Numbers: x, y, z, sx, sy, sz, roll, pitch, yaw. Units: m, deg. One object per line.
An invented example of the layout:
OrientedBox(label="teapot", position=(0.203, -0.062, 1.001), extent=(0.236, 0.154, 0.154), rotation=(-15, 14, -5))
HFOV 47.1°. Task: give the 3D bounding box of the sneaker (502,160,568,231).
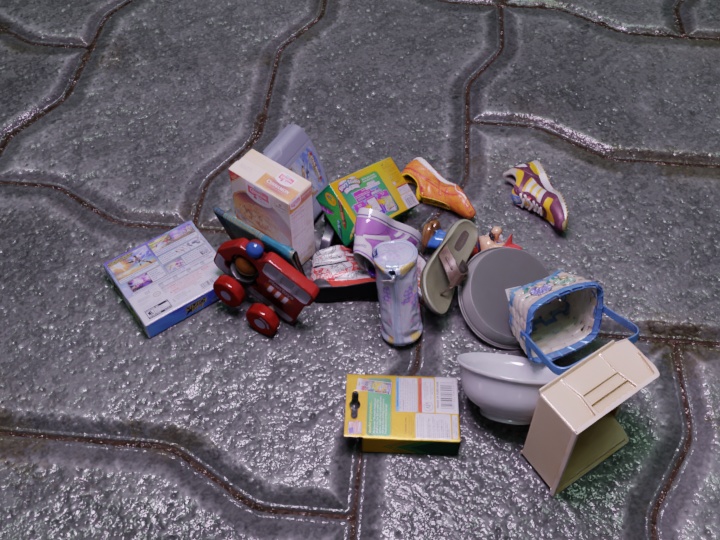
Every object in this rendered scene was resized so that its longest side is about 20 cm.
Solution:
OrientedBox(label="sneaker", position=(0.370, -0.148, 1.754), extent=(0.089, 0.076, 0.202), rotation=(-16, 46, -4))

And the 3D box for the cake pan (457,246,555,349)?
OrientedBox(label="cake pan", position=(0.283, 0.046, 1.561), extent=(0.197, 0.037, 0.204), rotation=(3, 72, -10))

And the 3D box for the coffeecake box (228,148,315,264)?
OrientedBox(label="coffeecake box", position=(-0.171, -0.115, 1.624), extent=(0.152, 0.202, 0.073), rotation=(31, 56, 23))

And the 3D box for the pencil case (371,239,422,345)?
OrientedBox(label="pencil case", position=(0.069, 0.042, 1.503), extent=(0.082, 0.202, 0.091), rotation=(-9, 40, -2))

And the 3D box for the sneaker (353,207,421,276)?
OrientedBox(label="sneaker", position=(0.046, -0.041, 1.591), extent=(0.072, 0.199, 0.116), rotation=(5, 81, 37))

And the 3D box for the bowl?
OrientedBox(label="bowl", position=(0.256, 0.206, 1.417), extent=(0.197, 0.092, 0.201), rotation=(8, 6, -1))

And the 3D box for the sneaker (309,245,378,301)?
OrientedBox(label="sneaker", position=(-0.001, -0.001, 1.621), extent=(0.198, 0.068, 0.109), rotation=(-3, 53, 0))

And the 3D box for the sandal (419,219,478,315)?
OrientedBox(label="sandal", position=(0.171, -0.013, 1.537), extent=(0.079, 0.057, 0.203), rotation=(36, 67, -25))

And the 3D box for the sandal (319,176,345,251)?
OrientedBox(label="sandal", position=(-0.058, -0.122, 1.711), extent=(0.042, 0.077, 0.202), rotation=(16, 52, 4))

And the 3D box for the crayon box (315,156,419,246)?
OrientedBox(label="crayon box", position=(0.017, -0.143, 1.682), extent=(0.199, 0.058, 0.120), rotation=(-29, 85, -42))

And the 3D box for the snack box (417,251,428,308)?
OrientedBox(label="snack box", position=(0.096, -0.009, 1.657), extent=(0.071, 0.025, 0.200), rotation=(-32, 58, -24))

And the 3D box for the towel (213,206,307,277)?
OrientedBox(label="towel", position=(-0.189, -0.045, 1.605), extent=(0.198, 0.147, 0.022), rotation=(30, 72, 23))

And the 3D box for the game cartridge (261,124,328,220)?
OrientedBox(label="game cartridge", position=(-0.127, -0.188, 1.689), extent=(0.041, 0.202, 0.134), rotation=(12, 49, 38))

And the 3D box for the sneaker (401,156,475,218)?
OrientedBox(label="sneaker", position=(0.166, -0.162, 1.769), extent=(0.077, 0.073, 0.199), rotation=(-46, 58, -7))

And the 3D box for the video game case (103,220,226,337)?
OrientedBox(label="video game case", position=(-0.371, 0.013, 1.617), extent=(0.198, 0.046, 0.181), rotation=(-29, 58, -23))

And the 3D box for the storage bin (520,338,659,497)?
OrientedBox(label="storage bin", position=(0.373, 0.237, 1.350), extent=(0.197, 0.202, 0.094), rotation=(-27, 53, -22))

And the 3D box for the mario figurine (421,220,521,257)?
OrientedBox(label="mario figurine", position=(0.229, -0.068, 1.658), extent=(0.197, 0.107, 0.124), rotation=(16, 50, 14))

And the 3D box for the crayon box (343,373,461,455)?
OrientedBox(label="crayon box", position=(0.071, 0.248, 1.430), extent=(0.196, 0.052, 0.127), rotation=(3, 51, 0))

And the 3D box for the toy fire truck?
OrientedBox(label="toy fire truck", position=(-0.177, 0.012, 1.525), extent=(0.199, 0.168, 0.112), rotation=(39, 56, -1))

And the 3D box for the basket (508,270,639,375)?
OrientedBox(label="basket", position=(0.355, 0.095, 1.434), extent=(0.174, 0.141, 0.200), rotation=(-20, 38, -19))
